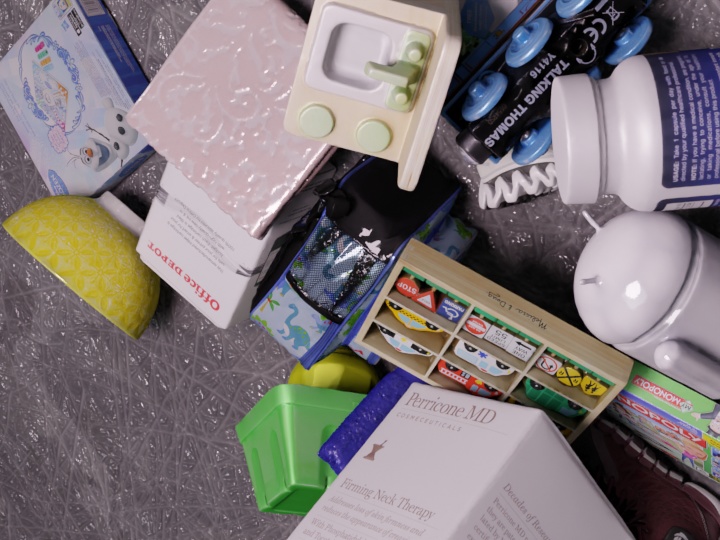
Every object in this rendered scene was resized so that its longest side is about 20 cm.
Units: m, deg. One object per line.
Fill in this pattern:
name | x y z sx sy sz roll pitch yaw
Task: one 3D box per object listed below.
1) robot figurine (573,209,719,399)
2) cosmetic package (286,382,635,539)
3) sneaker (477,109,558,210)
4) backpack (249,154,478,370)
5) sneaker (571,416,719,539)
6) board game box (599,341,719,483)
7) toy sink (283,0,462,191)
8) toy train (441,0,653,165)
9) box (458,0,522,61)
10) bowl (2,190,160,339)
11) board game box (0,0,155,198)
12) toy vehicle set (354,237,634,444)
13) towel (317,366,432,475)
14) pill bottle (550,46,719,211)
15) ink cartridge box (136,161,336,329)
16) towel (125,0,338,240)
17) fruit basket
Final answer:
robot figurine | 0.250 0.023 0.919 0.200 0.170 0.113 26 127 -20
cosmetic package | 0.075 0.225 0.944 0.167 0.200 0.166 5 139 56
sneaker | 0.175 -0.112 0.991 0.200 0.075 0.081 -17 86 39
backpack | 0.000 0.000 1.087 0.147 0.183 0.200 42 125 1
sneaker | 0.221 0.202 1.008 0.200 0.116 0.076 29 128 6
board game box | 0.250 0.119 0.986 0.200 0.135 0.029 29 78 26
toy sink | 0.008 -0.171 0.948 0.112 0.200 0.130 14 121 -5
toy train | 0.144 -0.171 0.941 0.087 0.114 0.200 38 102 -23
box | 0.061 -0.262 1.042 0.200 0.036 0.144 14 114 35
bowl | -0.293 -0.025 1.333 0.200 0.200 0.108 39 82 20
board game box | -0.326 -0.192 1.353 0.199 0.043 0.200 -32 86 39
toy vehicle set | 0.104 0.065 0.952 0.200 0.027 0.124 29 141 3
towel | 0.067 0.142 1.069 0.148 0.200 0.050 51 159 -18
pill bottle | 0.244 -0.103 0.855 0.200 0.116 0.116 -5 106 2
ink cartridge box | -0.135 -0.062 1.229 0.146 0.084 0.200 41 125 18
towel | -0.105 -0.159 1.125 0.200 0.032 0.191 43 101 19
fruit basket | -0.014 0.141 1.162 0.216 0.216 0.156 54 144 8
